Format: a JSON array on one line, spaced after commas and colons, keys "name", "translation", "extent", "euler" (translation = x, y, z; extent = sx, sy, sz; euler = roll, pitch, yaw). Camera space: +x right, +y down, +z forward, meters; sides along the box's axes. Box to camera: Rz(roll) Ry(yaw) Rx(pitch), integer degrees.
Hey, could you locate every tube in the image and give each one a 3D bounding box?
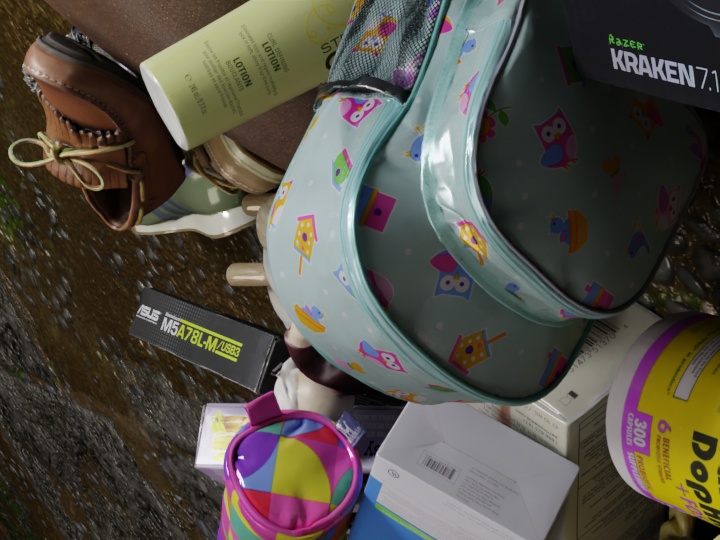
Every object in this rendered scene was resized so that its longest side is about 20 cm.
[{"name": "tube", "translation": [-0.017, -0.132, 0.785], "extent": [0.052, 0.199, 0.058], "euler": [54, 167, 32]}]

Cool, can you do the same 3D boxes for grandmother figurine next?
[{"name": "grandmother figurine", "translation": [0.009, 0.042, 0.883], "extent": [0.200, 0.121, 0.061], "euler": [-45, 37, 41]}]

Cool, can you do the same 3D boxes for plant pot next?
[{"name": "plant pot", "translation": [-0.056, -0.152, 0.874], "extent": [0.200, 0.187, 0.187], "euler": [49, 156, -15]}]

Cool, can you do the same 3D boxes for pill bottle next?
[{"name": "pill bottle", "translation": [0.222, 0.088, 0.733], "extent": [0.200, 0.104, 0.105], "euler": [17, 135, 53]}]

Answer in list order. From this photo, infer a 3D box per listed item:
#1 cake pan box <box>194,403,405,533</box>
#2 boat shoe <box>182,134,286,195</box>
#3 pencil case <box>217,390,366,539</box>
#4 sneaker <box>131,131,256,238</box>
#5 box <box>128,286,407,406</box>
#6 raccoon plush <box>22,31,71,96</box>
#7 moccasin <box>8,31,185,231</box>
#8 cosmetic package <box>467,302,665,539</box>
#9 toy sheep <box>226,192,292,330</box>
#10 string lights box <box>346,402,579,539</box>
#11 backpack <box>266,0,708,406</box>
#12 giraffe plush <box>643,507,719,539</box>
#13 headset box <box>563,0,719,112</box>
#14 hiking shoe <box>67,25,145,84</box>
[{"name": "cake pan box", "translation": [0.007, 0.143, 1.052], "extent": [0.183, 0.053, 0.200], "euler": [1, 159, 21]}, {"name": "boat shoe", "translation": [-0.083, -0.086, 1.002], "extent": [0.074, 0.066, 0.200], "euler": [34, -165, -17]}, {"name": "pencil case", "translation": [-0.048, 0.151, 0.928], "extent": [0.088, 0.088, 0.200], "euler": [47, 154, 18]}, {"name": "sneaker", "translation": [-0.143, -0.079, 1.219], "extent": [0.200, 0.067, 0.090], "euler": [5, 118, 58]}, {"name": "box", "translation": [-0.043, 0.074, 1.110], "extent": [0.199, 0.048, 0.193], "euler": [22, 174, -35]}, {"name": "raccoon plush", "translation": [-0.215, -0.145, 1.174], "extent": [0.097, 0.134, 0.200], "euler": [58, 154, -9]}, {"name": "moccasin", "translation": [-0.162, -0.077, 0.909], "extent": [0.073, 0.078, 0.201], "euler": [32, 167, 9]}, {"name": "cosmetic package", "translation": [0.128, 0.111, 0.925], "extent": [0.087, 0.103, 0.201], "euler": [34, 145, 35]}, {"name": "toy sheep", "translation": [0.000, 0.000, 0.980], "extent": [0.138, 0.138, 0.200], "euler": [33, -179, 38]}, {"name": "string lights box", "translation": [0.050, 0.157, 0.898], "extent": [0.102, 0.059, 0.200], "euler": [29, 148, 8]}, {"name": "backpack", "translation": [0.058, -0.035, 0.720], "extent": [0.176, 0.201, 0.153], "euler": [38, 163, -31]}, {"name": "giraffe plush", "translation": [0.209, 0.222, 0.885], "extent": [0.200, 0.173, 0.162], "euler": [47, 177, -7]}, {"name": "headset box", "translation": [0.154, -0.166, 0.564], "extent": [0.174, 0.093, 0.201], "euler": [24, 139, 47]}, {"name": "hiking shoe", "translation": [-0.151, -0.148, 1.013], "extent": [0.076, 0.100, 0.200], "euler": [49, -163, -25]}]
